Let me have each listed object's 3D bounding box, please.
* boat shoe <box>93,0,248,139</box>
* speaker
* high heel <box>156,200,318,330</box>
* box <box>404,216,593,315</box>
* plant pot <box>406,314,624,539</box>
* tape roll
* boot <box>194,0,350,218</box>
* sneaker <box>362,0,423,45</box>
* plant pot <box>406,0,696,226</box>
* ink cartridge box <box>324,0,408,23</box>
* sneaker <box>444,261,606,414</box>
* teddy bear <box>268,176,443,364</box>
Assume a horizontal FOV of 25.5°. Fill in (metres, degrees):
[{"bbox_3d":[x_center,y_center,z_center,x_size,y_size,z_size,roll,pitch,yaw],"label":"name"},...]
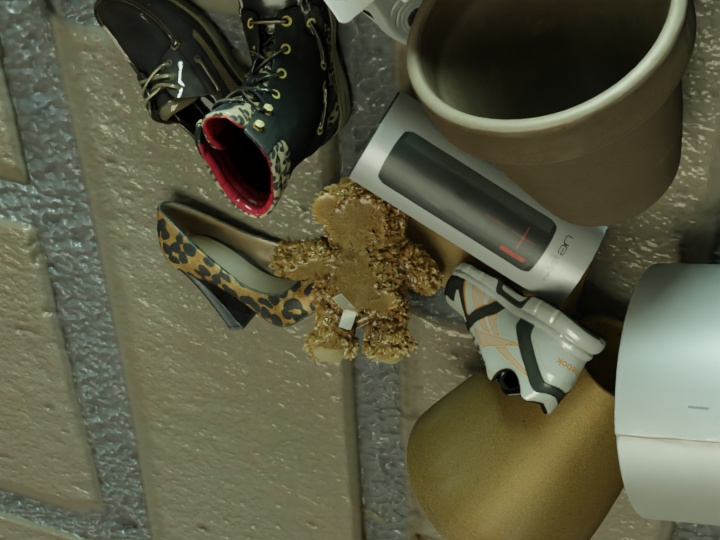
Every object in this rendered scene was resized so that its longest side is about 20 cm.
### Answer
[{"bbox_3d":[-0.144,-0.159,1.326,0.200,0.074,0.074,40,136,-10],"label":"boat shoe"},{"bbox_3d":[0.094,-0.055,1.255,0.199,0.081,0.081,33,137,-2],"label":"speaker"},{"bbox_3d":[-0.095,-0.020,1.432,0.199,0.072,0.143,-16,119,42],"label":"high heel"},{"bbox_3d":[0.102,-0.040,1.337,0.199,0.021,0.164,23,136,9],"label":"box"},{"bbox_3d":[0.165,0.132,1.358,0.186,0.187,0.200,33,130,-3],"label":"plant pot"},{"bbox_3d":[0.291,0.096,1.228,0.138,0.203,0.204,2,130,28],"label":"tape roll"},{"bbox_3d":[-0.075,-0.155,1.235,0.073,0.151,0.201,5,130,24],"label":"boot"},{"bbox_3d":[-0.003,-0.241,1.185,0.199,0.112,0.073,27,107,-40],"label":"sneaker"},{"bbox_3d":[0.155,-0.126,1.132,0.199,0.202,0.175,0,147,29],"label":"plant pot"},{"bbox_3d":[0.037,-0.262,1.057,0.200,0.067,0.117,-39,110,5],"label":"ink cartridge box"},{"bbox_3d":[0.114,0.052,1.284,0.073,0.080,0.200,30,-179,-26],"label":"sneaker"},{"bbox_3d":[0.000,0.000,1.356,0.144,0.067,0.201,-10,123,15],"label":"teddy bear"}]
